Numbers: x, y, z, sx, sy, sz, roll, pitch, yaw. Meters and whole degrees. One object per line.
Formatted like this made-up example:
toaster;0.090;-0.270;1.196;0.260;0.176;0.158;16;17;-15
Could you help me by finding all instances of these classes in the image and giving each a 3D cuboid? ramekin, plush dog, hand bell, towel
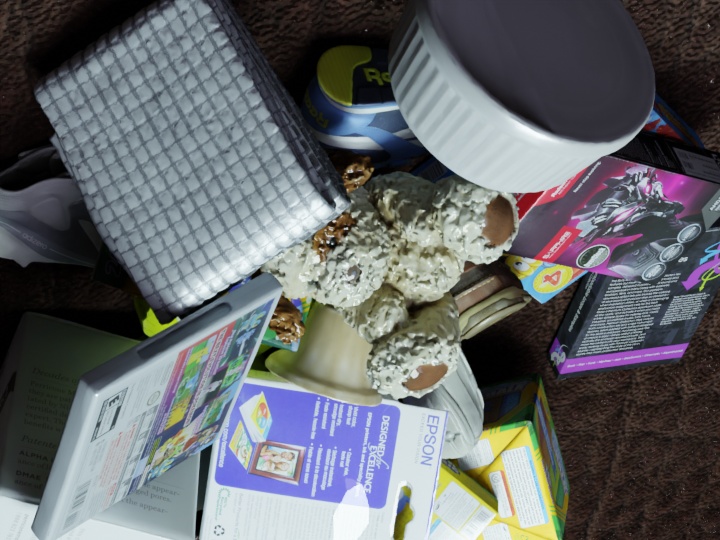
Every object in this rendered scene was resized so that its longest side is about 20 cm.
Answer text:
ramekin;0.110;-0.149;1.521;0.201;0.204;0.094;4;146;-33
plush dog;0.002;-0.022;1.582;0.170;0.161;0.201;10;119;-28
hand bell;0.000;0.000;1.703;0.104;0.104;0.202;11;102;-38
towel;-0.121;-0.087;1.473;0.165;0.201;0.086;-32;176;19

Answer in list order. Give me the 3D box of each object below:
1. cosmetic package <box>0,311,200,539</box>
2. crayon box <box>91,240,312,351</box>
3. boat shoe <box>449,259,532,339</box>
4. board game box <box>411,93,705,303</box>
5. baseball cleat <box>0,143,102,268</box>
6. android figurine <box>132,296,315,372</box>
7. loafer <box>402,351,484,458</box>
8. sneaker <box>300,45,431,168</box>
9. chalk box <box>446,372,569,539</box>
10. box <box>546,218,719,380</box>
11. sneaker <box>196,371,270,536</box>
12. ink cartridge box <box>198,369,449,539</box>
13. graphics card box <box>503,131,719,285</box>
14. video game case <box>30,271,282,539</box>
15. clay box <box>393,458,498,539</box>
cosmetic package;-0.229;0.175;1.683;0.164;0.201;0.165;16;131;-15
crayon box;-0.108;-0.023;1.597;0.199;0.051;0.127;23;82;-50
boat shoe;0.098;0.013;1.720;0.072;0.068;0.200;-30;177;2
board game box;0.176;-0.081;1.749;0.199;0.056;0.195;-37;142;16
baseball cleat;-0.194;-0.044;1.576;0.198;0.070;0.107;0;138;-30
android figurine;-0.111;0.033;1.744;0.181;0.041;0.200;-32;145;10
loafer;0.053;0.068;1.786;0.069;0.070;0.201;-10;115;31
sneaker;0.039;-0.123;1.612;0.198;0.074;0.082;7;140;-29
chalk box;0.124;0.180;1.935;0.123;0.200;0.125;-14;102;12
box;0.271;0.020;1.947;0.142;0.036;0.201;-6;141;-24
sneaker;-0.106;0.163;1.849;0.199;0.107;0.075;-29;144;7
ink cartridge box;-0.034;0.194;1.778;0.198;0.043;0.200;10;103;1
graphics card box;0.206;-0.058;1.706;0.199;0.051;0.126;11;131;-39
video game case;-0.151;0.102;1.514;0.182;0.023;0.201;-30;157;-37
clay box;0.011;0.189;1.822;0.115;0.200;0.048;-50;-178;11
